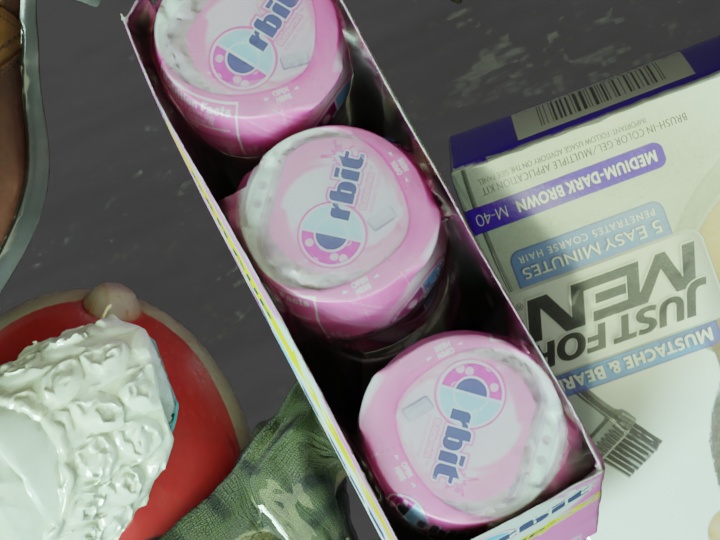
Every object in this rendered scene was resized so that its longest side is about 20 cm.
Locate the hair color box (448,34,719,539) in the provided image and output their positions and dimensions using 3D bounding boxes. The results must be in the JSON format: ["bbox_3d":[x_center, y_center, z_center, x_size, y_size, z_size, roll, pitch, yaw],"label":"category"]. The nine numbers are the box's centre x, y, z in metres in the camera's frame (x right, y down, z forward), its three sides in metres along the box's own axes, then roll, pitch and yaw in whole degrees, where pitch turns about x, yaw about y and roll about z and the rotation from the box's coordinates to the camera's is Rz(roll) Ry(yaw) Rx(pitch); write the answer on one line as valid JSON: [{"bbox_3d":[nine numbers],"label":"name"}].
[{"bbox_3d":[0.113,0.034,0.850,0.109,0.065,0.201,-20,104,6],"label":"hair color box"}]

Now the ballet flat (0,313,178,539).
[{"bbox_3d":[-0.141,0.092,0.801,0.200,0.072,0.072,-39,99,15],"label":"ballet flat"}]

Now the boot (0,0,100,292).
[{"bbox_3d":[-0.189,-0.079,0.796,0.199,0.068,0.189,16,104,-24],"label":"boot"}]

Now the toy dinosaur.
[{"bbox_3d":[-0.018,0.085,0.849,0.200,0.047,0.088,-44,119,-29],"label":"toy dinosaur"}]

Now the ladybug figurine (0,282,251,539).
[{"bbox_3d":[-0.102,0.103,0.870,0.135,0.072,0.201,7,104,1],"label":"ladybug figurine"}]

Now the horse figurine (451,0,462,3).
[{"bbox_3d":[-0.035,-0.153,0.755,0.199,0.133,0.050,25,84,-6],"label":"horse figurine"}]

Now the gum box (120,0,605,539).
[{"bbox_3d":[0.000,0.000,0.782,0.066,0.114,0.201,-28,75,-3],"label":"gum box"}]
